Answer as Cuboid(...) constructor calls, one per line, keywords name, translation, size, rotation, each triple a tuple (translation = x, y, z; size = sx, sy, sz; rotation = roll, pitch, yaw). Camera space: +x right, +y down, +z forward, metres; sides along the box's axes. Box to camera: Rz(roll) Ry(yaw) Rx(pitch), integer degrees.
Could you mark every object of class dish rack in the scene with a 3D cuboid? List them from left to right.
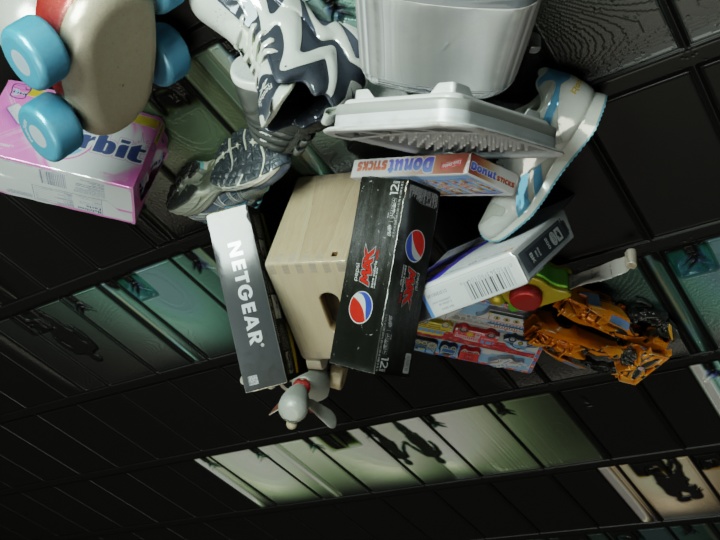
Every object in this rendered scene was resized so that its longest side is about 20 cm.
Cuboid(name="dish rack", translation=(0.081, -0.137, 0.846), size=(0.169, 0.045, 0.198), rotation=(4, 180, 42))

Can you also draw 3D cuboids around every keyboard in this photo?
Cuboid(name="keyboard", translation=(0.088, -0.128, 1.018), size=(0.197, 0.040, 0.104), rotation=(20, 166, -13))

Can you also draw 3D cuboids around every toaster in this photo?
Cuboid(name="toaster", translation=(0.068, -0.235, 0.809), size=(0.195, 0.115, 0.130), rotation=(6, 145, 5))

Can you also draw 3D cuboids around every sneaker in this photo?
Cuboid(name="sneaker", translation=(-0.142, -0.107, 1.078), size=(0.198, 0.079, 0.086), rotation=(-15, 148, 41))
Cuboid(name="sneaker", translation=(-0.092, -0.202, 0.866), size=(0.197, 0.131, 0.080), rotation=(29, 142, -6))
Cuboid(name="sneaker", translation=(-0.040, -0.168, 0.964), size=(0.196, 0.072, 0.100), rotation=(13, 145, 9))
Cuboid(name="sneaker", translation=(0.174, -0.119, 0.948), size=(0.080, 0.077, 0.202), rotation=(30, 122, -1))

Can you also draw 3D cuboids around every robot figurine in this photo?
Cuboid(name="robot figurine", translation=(0.323, 0.090, 1.196), size=(0.197, 0.059, 0.146), rotation=(22, 136, -14))

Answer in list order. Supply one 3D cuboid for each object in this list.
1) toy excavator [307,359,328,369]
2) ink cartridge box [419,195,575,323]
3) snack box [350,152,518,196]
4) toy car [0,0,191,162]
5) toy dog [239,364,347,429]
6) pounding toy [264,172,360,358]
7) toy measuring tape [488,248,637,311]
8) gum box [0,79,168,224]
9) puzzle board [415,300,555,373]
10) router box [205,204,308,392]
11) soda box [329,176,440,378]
Cuboid(name="toy excavator", translation=(-0.082, 0.056, 1.242), size=(0.098, 0.200, 0.199), rotation=(1, 99, 15))
Cuboid(name="ink cartridge box", translation=(0.139, -0.006, 1.024), size=(0.196, 0.199, 0.044), rotation=(-25, 97, 38))
Cuboid(name="snack box", translation=(0.073, -0.101, 0.966), size=(0.071, 0.025, 0.198), rotation=(19, 173, -35))
Cuboid(name="toy car", translation=(-0.299, -0.247, 0.886), size=(0.199, 0.184, 0.178), rotation=(35, 147, 16))
Cuboid(name="toy dog", translation=(-0.086, 0.191, 1.342), size=(0.130, 0.199, 0.098), rotation=(16, 108, 28))
Cuboid(name="pounding toy", translation=(0.000, 0.000, 1.092), size=(0.139, 0.186, 0.202), rotation=(-2, 133, 18))
Cuboid(name="toy measuring tape", translation=(0.235, 0.001, 1.104), size=(0.198, 0.075, 0.073), rotation=(-22, 132, 36))
Cuboid(name="gum box", translation=(-0.328, -0.136, 1.041), size=(0.196, 0.115, 0.067), rotation=(14, 144, -2))
Cuboid(name="puzzle board", translation=(0.164, 0.088, 1.276), size=(0.196, 0.018, 0.152), rotation=(11, 143, 1))
Cuboid(name="router box", translation=(-0.117, 0.033, 1.057), size=(0.051, 0.204, 0.157), rotation=(-13, 176, 5))
Cuboid(name="soda box", translation=(0.026, 0.007, 0.954), size=(0.070, 0.205, 0.063), rotation=(8, 176, 42))
